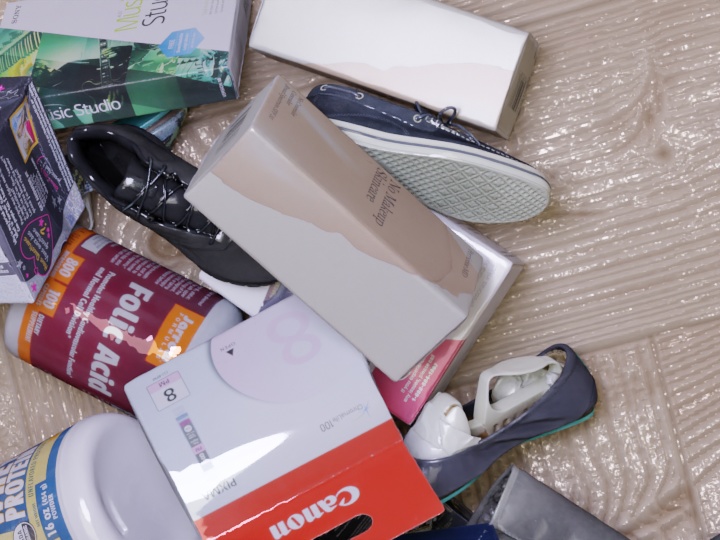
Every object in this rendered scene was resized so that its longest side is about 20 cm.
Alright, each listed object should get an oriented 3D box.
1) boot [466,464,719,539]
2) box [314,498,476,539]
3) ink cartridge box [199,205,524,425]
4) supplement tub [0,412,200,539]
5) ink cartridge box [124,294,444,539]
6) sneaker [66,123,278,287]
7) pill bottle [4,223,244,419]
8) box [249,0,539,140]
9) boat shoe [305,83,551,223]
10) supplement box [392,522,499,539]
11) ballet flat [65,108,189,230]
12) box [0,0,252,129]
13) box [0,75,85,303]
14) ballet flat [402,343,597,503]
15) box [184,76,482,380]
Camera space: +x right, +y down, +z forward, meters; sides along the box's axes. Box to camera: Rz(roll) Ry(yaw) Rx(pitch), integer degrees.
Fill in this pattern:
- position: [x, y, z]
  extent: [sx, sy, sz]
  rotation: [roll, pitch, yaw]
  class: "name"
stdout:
- position: [0.189, 0.201, 1.654]
  extent: [0.199, 0.073, 0.182]
  rotation: [36, 96, 0]
  class: "boot"
- position: [-0.025, 0.224, 1.703]
  extent: [0.161, 0.049, 0.200]
  rotation: [37, 97, -4]
  class: "box"
- position: [0.000, 0.000, 1.696]
  extent: [0.199, 0.084, 0.145]
  rotation: [34, 96, 9]
  class: "ink cartridge box"
- position: [-0.233, 0.207, 1.692]
  extent: [0.199, 0.144, 0.145]
  rotation: [-28, 85, 28]
  class: "supplement tub"
- position: [-0.056, 0.120, 1.571]
  extent: [0.162, 0.057, 0.200]
  rotation: [-27, 46, -7]
  class: "ink cartridge box"
- position: [-0.134, -0.048, 1.642]
  extent: [0.199, 0.091, 0.076]
  rotation: [26, 93, 19]
  class: "sneaker"
- position: [-0.159, 0.055, 1.711]
  extent: [0.199, 0.114, 0.115]
  rotation: [26, 95, 10]
  class: "pill bottle"
- position: [0.027, -0.169, 1.688]
  extent: [0.199, 0.095, 0.078]
  rotation: [20, 92, 11]
  class: "box"
- position: [0.044, -0.088, 1.631]
  extent: [0.198, 0.075, 0.063]
  rotation: [15, 54, -1]
  class: "boat shoe"
- position: [0.010, 0.307, 1.593]
  extent: [0.198, 0.135, 0.201]
  rotation: [-5, 129, -14]
  class: "supplement box"
- position: [-0.210, -0.069, 1.754]
  extent: [0.199, 0.074, 0.075]
  rotation: [-24, 86, 11]
  class: "ballet flat"
- position: [-0.184, -0.168, 1.708]
  extent: [0.198, 0.145, 0.037]
  rotation: [-10, 128, 11]
  class: "box"
- position: [-0.326, -0.055, 1.657]
  extent: [0.198, 0.115, 0.133]
  rotation: [0, 131, 22]
  class: "box"
- position: [0.085, 0.110, 1.655]
  extent: [0.199, 0.073, 0.073]
  rotation: [-26, 85, -20]
  class: "ballet flat"
- position: [-0.016, -0.029, 1.566]
  extent: [0.200, 0.095, 0.078]
  rotation: [41, 118, -12]
  class: "box"
